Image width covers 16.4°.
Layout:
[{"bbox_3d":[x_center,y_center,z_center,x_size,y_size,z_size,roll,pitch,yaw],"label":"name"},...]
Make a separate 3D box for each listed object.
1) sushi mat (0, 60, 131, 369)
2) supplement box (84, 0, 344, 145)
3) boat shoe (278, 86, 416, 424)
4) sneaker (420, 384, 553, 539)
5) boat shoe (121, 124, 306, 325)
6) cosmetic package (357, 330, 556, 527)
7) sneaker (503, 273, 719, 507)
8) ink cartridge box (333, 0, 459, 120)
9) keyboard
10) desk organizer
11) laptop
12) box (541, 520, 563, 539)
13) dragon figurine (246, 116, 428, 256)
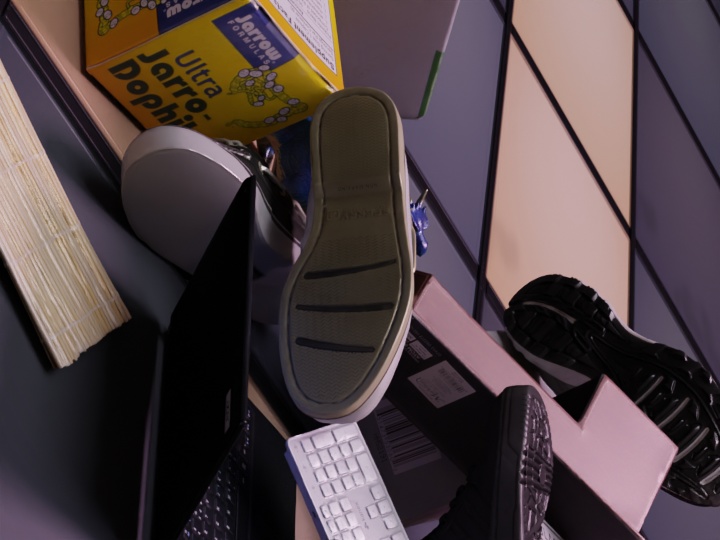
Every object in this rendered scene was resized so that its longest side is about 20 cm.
[{"bbox_3d":[-0.176,-0.052,1.242,0.201,0.012,0.096,65,21,-9],"label":"sushi mat"},{"bbox_3d":[-0.089,-0.181,1.453,0.109,0.109,0.201,45,29,-45],"label":"supplement box"},{"bbox_3d":[0.000,0.000,1.378,0.068,0.074,0.201,71,23,-59],"label":"boat shoe"},{"bbox_3d":[0.048,0.163,1.381,0.060,0.104,0.201,34,56,-64],"label":"sneaker"},{"bbox_3d":[-0.079,-0.037,1.398,0.200,0.070,0.064,51,25,-56],"label":"boat shoe"},{"bbox_3d":[0.063,0.098,1.587,0.200,0.090,0.107,9,60,-70],"label":"cosmetic package"},{"bbox_3d":[0.174,0.080,1.579,0.200,0.074,0.079,45,-8,38],"label":"sneaker"},{"bbox_3d":[0.010,-0.220,1.582,0.147,0.083,0.201,105,-14,-57],"label":"ink cartridge box"},{"bbox_3d":[0.018,0.176,1.327,0.056,0.011,0.201,-16,78,-42],"label":"keyboard"},{"bbox_3d":[0.089,0.076,1.463,0.200,0.072,0.077,45,49,-14],"label":"desk organizer"},{"bbox_3d":[-0.048,0.088,1.289,0.200,0.103,0.178,51,26,-37],"label":"laptop"},{"bbox_3d":[0.072,0.246,1.408,0.060,0.116,0.201,43,31,-50],"label":"box"},{"bbox_3d":[-0.024,-0.079,1.521,0.059,0.099,0.201,29,39,-60],"label":"dragon figurine"}]
